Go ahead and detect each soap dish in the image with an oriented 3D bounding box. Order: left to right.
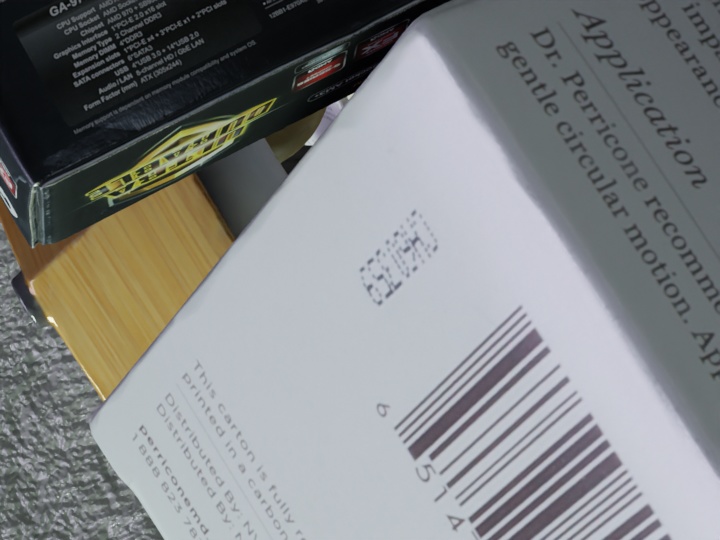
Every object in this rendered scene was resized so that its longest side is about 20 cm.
[{"bbox_3d":[-0.036,0.026,0.845,0.200,0.081,0.157,60,178,-26],"label":"soap dish"}]

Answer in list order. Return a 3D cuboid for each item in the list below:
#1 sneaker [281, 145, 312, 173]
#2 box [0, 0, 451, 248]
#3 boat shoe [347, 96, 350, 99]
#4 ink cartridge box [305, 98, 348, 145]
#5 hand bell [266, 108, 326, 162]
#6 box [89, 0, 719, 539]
[{"bbox_3d":[0.000,0.000,1.007,0.200,0.079,0.076,-7,118,38],"label":"sneaker"},{"bbox_3d":[-0.019,-0.120,0.611,0.159,0.200,0.046,59,167,11],"label":"box"},{"bbox_3d":[0.001,-0.125,0.999,0.200,0.074,0.069,56,154,32],"label":"boat shoe"},{"bbox_3d":[0.038,-0.018,1.108,0.200,0.068,0.116,64,172,-19],"label":"ink cartridge box"},{"bbox_3d":[-0.027,-0.127,0.871,0.104,0.104,0.200,58,146,21],"label":"hand bell"},{"bbox_3d":[0.069,0.051,0.634,0.199,0.131,0.200,58,145,12],"label":"box"}]
